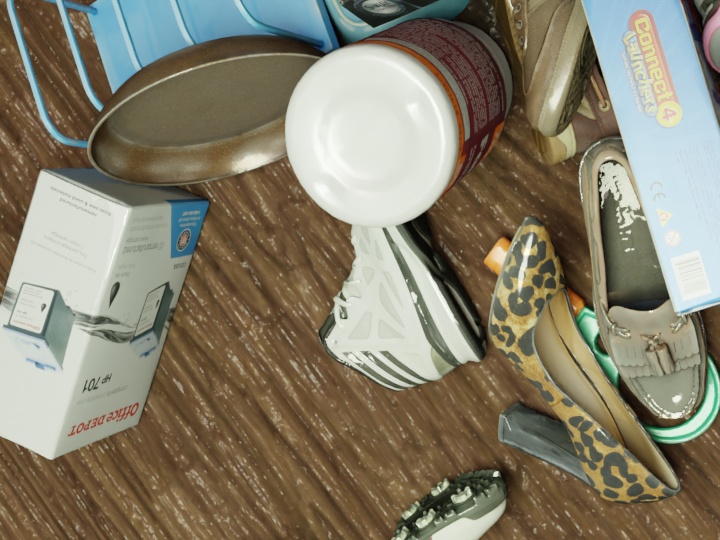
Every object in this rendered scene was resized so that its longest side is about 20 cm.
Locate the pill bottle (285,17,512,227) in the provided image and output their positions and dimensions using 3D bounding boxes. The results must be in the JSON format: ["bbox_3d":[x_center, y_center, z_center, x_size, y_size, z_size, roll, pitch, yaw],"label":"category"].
[{"bbox_3d":[0.035,-0.108,0.888,0.113,0.200,0.116,6,109,18],"label":"pill bottle"}]

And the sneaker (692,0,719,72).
[{"bbox_3d":[0.292,-0.187,0.836,0.079,0.197,0.096,106,149,-50],"label":"sneaker"}]

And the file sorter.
[{"bbox_3d":[-0.145,-0.189,0.976,0.198,0.122,0.140,-25,77,27],"label":"file sorter"}]

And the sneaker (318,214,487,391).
[{"bbox_3d":[0.000,0.000,0.976,0.114,0.076,0.202,-28,92,18],"label":"sneaker"}]

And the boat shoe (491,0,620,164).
[{"bbox_3d":[0.137,-0.180,0.931,0.071,0.072,0.203,-15,84,-1],"label":"boat shoe"}]

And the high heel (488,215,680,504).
[{"bbox_3d":[0.160,0.064,0.896,0.141,0.071,0.202,21,130,34],"label":"high heel"}]

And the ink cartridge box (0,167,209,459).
[{"bbox_3d":[-0.208,0.027,1.020,0.085,0.146,0.202,21,101,15],"label":"ink cartridge box"}]

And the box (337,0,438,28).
[{"bbox_3d":[0.071,-0.271,0.865,0.198,0.043,0.162,-16,66,32],"label":"box"}]

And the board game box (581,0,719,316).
[{"bbox_3d":[0.207,-0.083,0.839,0.055,0.196,0.203,-17,89,19],"label":"board game box"}]

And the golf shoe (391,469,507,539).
[{"bbox_3d":[0.050,0.227,0.989,0.088,0.077,0.200,46,115,0],"label":"golf shoe"}]

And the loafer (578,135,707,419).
[{"bbox_3d":[0.188,0.009,0.895,0.071,0.063,0.203,-14,95,17],"label":"loafer"}]

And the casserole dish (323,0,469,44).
[{"bbox_3d":[0.008,-0.260,0.981,0.120,0.039,0.202,-21,88,20],"label":"casserole dish"}]

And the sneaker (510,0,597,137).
[{"bbox_3d":[0.126,-0.190,0.875,0.075,0.070,0.203,12,83,18],"label":"sneaker"}]

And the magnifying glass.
[{"bbox_3d":[0.173,0.047,0.952,0.199,0.022,0.080,40,105,14],"label":"magnifying glass"}]

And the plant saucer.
[{"bbox_3d":[-0.102,-0.117,0.949,0.198,0.200,0.032,-24,73,19],"label":"plant saucer"}]
